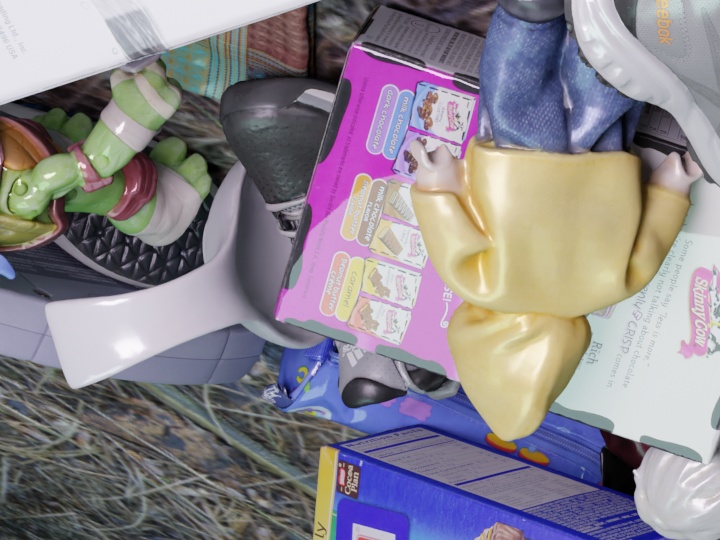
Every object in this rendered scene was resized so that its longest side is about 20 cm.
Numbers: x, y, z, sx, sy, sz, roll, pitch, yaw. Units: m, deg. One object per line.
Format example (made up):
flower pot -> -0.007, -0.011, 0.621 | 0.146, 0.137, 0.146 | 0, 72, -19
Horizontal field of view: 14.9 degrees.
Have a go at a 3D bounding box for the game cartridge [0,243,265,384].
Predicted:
game cartridge -> -0.147, 0.011, 1.381 | 0.200, 0.041, 0.133 | 10, -164, -46

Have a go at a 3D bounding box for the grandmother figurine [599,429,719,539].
grandmother figurine -> 0.132, 0.069, 1.277 | 0.121, 0.061, 0.200 | 22, -168, -20

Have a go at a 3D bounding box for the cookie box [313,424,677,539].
cookie box -> 0.065, 0.182, 1.317 | 0.075, 0.172, 0.200 | -6, -165, -42

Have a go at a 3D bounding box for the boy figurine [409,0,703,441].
boy figurine -> 0.078, -0.027, 1.096 | 0.124, 0.064, 0.200 | -5, 119, -17

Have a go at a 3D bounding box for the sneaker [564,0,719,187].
sneaker -> 0.156, -0.075, 1.029 | 0.079, 0.074, 0.200 | -3, 160, 38

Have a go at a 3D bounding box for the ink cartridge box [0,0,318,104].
ink cartridge box -> -0.105, -0.150, 0.979 | 0.200, 0.084, 0.145 | -15, 112, 26

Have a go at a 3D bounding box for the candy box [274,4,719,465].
candy box -> 0.078, -0.016, 1.172 | 0.200, 0.061, 0.137 | 19, 116, 5

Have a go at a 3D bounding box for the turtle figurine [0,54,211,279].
turtle figurine -> -0.142, -0.083, 1.234 | 0.144, 0.200, 0.194 | -17, 168, 14

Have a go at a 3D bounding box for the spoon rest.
spoon rest -> -0.060, 0.003, 1.266 | 0.061, 0.200, 0.100 | -10, 102, 35

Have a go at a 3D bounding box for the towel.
towel -> -0.116, -0.130, 1.228 | 0.200, 0.022, 0.147 | 18, 156, 8

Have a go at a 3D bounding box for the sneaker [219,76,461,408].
sneaker -> 0.000, 0.000, 1.264 | 0.075, 0.116, 0.200 | -9, 148, 36

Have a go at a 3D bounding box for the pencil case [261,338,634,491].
pencil case -> 0.051, 0.072, 1.433 | 0.200, 0.078, 0.087 | 25, 177, -10

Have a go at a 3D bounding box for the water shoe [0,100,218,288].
water shoe -> -0.155, -0.053, 1.385 | 0.200, 0.072, 0.079 | 24, -173, -16

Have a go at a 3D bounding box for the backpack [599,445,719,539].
backpack -> 0.193, 0.161, 1.356 | 0.167, 0.200, 0.127 | 29, 154, -14
